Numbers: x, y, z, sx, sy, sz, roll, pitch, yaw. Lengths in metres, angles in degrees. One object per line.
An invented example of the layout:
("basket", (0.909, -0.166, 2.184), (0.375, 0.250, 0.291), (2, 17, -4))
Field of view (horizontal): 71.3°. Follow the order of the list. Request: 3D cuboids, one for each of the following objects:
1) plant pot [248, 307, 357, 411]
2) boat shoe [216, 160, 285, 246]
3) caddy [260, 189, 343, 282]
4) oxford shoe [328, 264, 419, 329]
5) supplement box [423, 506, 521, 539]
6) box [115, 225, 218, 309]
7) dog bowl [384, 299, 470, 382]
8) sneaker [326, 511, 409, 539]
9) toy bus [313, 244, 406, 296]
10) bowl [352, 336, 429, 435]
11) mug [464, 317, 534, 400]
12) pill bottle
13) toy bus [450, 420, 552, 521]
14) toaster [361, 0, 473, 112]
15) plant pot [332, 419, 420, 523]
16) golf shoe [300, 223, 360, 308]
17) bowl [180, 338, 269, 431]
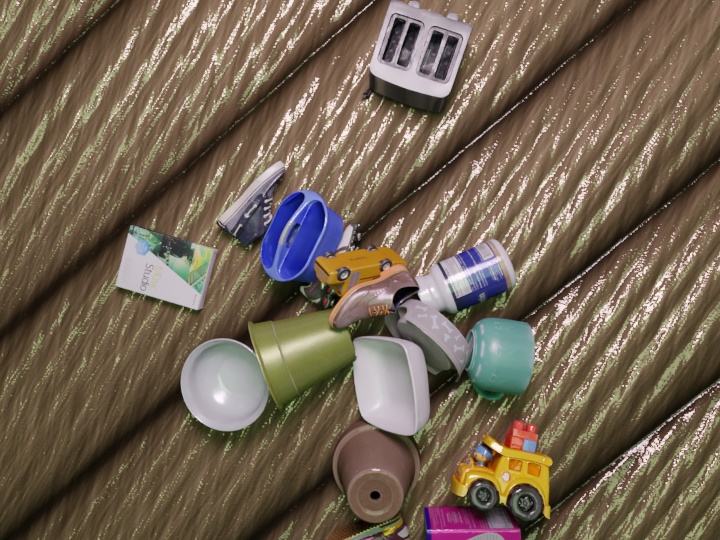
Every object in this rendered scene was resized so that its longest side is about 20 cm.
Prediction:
("plant pot", (-0.114, 0.169, 1.069), (0.190, 0.200, 0.201), (-20, 92, -8))
("boat shoe", (-0.216, -0.142, 1.107), (0.200, 0.075, 0.093), (-43, 97, 12))
("caddy", (-0.130, -0.069, 1.058), (0.141, 0.105, 0.200), (28, 94, 31))
("oxford shoe", (0.028, 0.063, 1.010), (0.200, 0.071, 0.073), (-34, 51, -12))
("supplement box", (0.243, 0.594, 1.106), (0.199, 0.103, 0.102), (-1, 92, 4))
("box", (-0.439, -0.007, 1.136), (0.199, 0.036, 0.145), (16, 94, 1))
("dog bowl", (0.143, 0.142, 1.045), (0.059, 0.200, 0.200), (-44, 91, -18))
("sneaker", (0.013, 0.620, 1.132), (0.200, 0.075, 0.090), (-23, 87, 5))
("toy bus", (0.000, 0.000, 1.040), (0.065, 0.200, 0.078), (45, 133, 38))
("bowl", (0.072, 0.236, 1.068), (0.075, 0.200, 0.201), (-7, 92, -36))
("mug", (0.280, 0.192, 1.054), (0.114, 0.152, 0.186), (9, 90, -1))
("pill bottle", (0.217, 0.022, 1.068), (0.200, 0.116, 0.116), (-23, 92, 4))
("toy bus", (0.310, 0.419, 1.087), (0.199, 0.136, 0.193), (11, 81, 5))
("toaster", (0.116, -0.438, 1.045), (0.180, 0.119, 0.200), (20, 94, 2))
("plant pot", (0.035, 0.441, 1.072), (0.200, 0.175, 0.201), (0, 94, 2))
("golf shoe", (-0.063, -0.019, 1.101), (0.088, 0.077, 0.200), (24, 93, 10))
("bowl", (-0.284, 0.242, 1.112), (0.200, 0.090, 0.202), (1, 94, 9))
